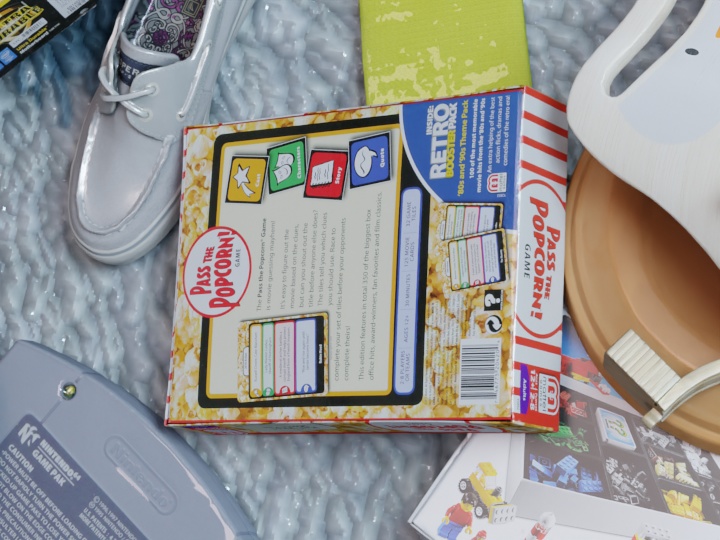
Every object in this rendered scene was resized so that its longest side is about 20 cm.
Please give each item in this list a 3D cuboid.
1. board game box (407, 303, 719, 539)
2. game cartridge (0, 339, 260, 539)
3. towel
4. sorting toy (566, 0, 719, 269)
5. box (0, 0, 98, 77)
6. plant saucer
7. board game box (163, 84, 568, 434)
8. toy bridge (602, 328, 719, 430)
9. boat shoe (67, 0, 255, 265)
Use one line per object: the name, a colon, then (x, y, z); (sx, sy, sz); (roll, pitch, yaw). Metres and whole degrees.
board game box: (0.137, 0.124, 0.920); (0.199, 0.035, 0.127); (36, 93, 15)
game cartridge: (-0.133, 0.136, 1.010); (0.200, 0.041, 0.133); (44, 99, 19)
towel: (0.048, -0.053, 0.995); (0.085, 0.018, 0.202); (-8, 78, 11)
sorting toy: (0.186, -0.081, 0.845); (0.179, 0.107, 0.201); (25, 74, 32)
box: (-0.221, -0.182, 1.052); (0.159, 0.049, 0.201); (-36, 55, 9)
plant saucer: (0.188, -0.015, 0.908); (0.198, 0.037, 0.202); (-2, 72, 6)
board game box: (0.000, 0.000, 0.954); (0.198, 0.046, 0.153); (-3, 79, 34)
toy bridge: (0.193, -0.001, 0.869); (0.200, 0.027, 0.067); (-43, 74, -9)
boat shoe: (-0.102, -0.102, 1.021); (0.072, 0.068, 0.201); (27, 90, 19)
